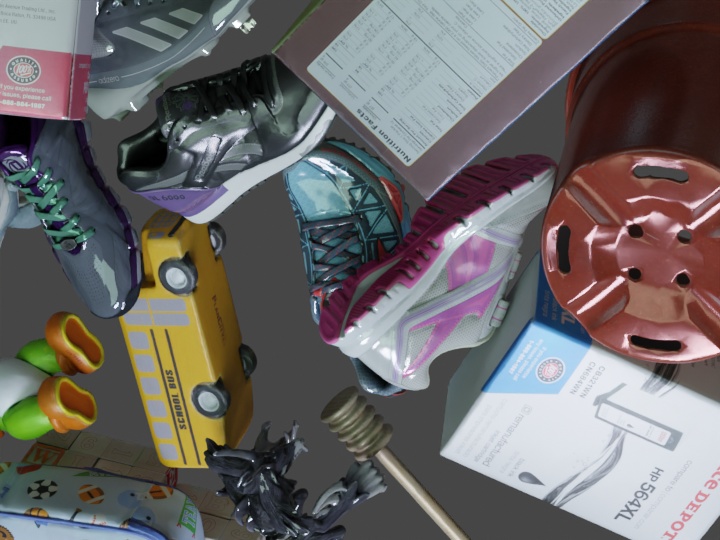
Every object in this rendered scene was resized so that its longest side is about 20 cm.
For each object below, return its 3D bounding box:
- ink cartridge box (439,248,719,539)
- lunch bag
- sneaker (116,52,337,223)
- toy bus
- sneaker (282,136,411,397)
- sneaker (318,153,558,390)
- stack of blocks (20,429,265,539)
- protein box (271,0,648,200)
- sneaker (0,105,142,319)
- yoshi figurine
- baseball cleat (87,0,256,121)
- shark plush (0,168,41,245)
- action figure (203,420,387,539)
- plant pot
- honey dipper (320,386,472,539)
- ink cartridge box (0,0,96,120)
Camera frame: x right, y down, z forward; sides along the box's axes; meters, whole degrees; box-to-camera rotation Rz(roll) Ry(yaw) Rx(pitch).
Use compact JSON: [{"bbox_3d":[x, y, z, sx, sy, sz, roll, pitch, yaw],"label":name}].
[{"bbox_3d":[0.176,0.096,1.514,0.199,0.085,0.146,24,127,-10],"label":"ink cartridge box"},{"bbox_3d":[-0.212,0.236,1.701,0.198,0.076,0.161,10,124,16],"label":"lunch bag"},{"bbox_3d":[-0.092,-0.104,1.503,0.087,0.076,0.200,20,134,-38],"label":"sneaker"},{"bbox_3d":[-0.132,0.049,1.638,0.078,0.065,0.201,0,120,22],"label":"toy bus"},{"bbox_3d":[0.000,0.000,1.539,0.079,0.096,0.201,-16,113,28],"label":"sneaker"},{"bbox_3d":[0.068,0.002,1.494,0.200,0.081,0.088,-42,113,0],"label":"sneaker"},{"bbox_3d":[-0.172,0.206,1.749,0.198,0.059,0.116,13,123,13],"label":"stack of blocks"},{"bbox_3d":[0.082,-0.187,1.334,0.135,0.199,0.200,43,124,-8],"label":"protein box"},{"bbox_3d":[-0.225,-0.056,1.557,0.074,0.087,0.201,-22,87,33],"label":"sneaker"},{"bbox_3d":[-0.306,0.092,1.711,0.199,0.112,0.113,-16,97,30],"label":"yoshi figurine"},{"bbox_3d":[-0.143,-0.182,1.501,0.200,0.070,0.107,-36,103,32],"label":"baseball cleat"},{"bbox_3d":[-0.280,-0.040,1.582,0.090,0.084,0.200,28,165,-7],"label":"shark plush"},{"bbox_3d":[-0.049,0.167,1.632,0.119,0.102,0.200,33,162,28],"label":"action figure"},{"bbox_3d":[0.205,-0.054,1.371,0.199,0.196,0.202,9,122,15],"label":"plant pot"},{"bbox_3d":[0.048,0.171,1.663,0.038,0.038,0.200,-34,107,33],"label":"honey dipper"},{"bbox_3d":[-0.249,-0.208,1.455,0.145,0.083,0.202,7,94,2],"label":"ink cartridge box"}]
